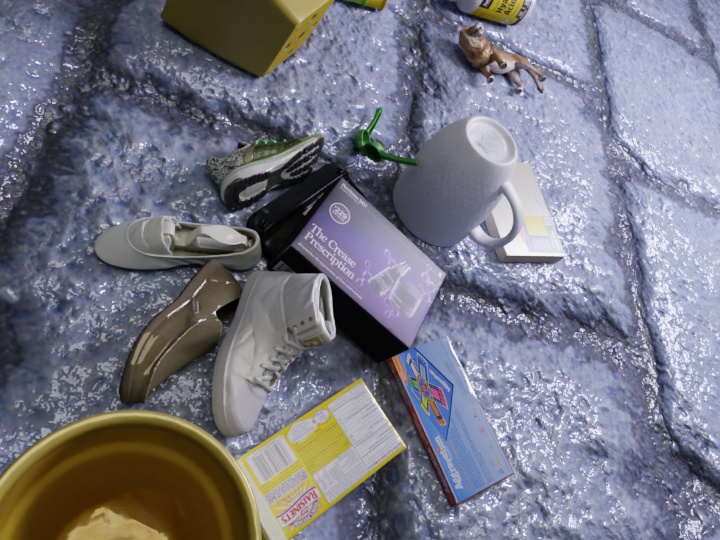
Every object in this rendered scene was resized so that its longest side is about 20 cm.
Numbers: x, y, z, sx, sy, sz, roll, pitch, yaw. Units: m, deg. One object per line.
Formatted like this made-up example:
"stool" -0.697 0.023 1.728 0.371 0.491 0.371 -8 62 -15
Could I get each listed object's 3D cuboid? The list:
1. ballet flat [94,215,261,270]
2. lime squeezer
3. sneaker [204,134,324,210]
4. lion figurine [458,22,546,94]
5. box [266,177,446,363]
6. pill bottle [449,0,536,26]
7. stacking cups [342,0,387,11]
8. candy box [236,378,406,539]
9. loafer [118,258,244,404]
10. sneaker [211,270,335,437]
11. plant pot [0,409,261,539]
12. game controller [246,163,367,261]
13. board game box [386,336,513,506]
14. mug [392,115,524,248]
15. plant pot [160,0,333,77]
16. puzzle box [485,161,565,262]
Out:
"ballet flat" -0.216 -0.039 0.711 0.199 0.069 0.070 3 61 -24
"lime squeezer" 0.030 -0.200 0.924 0.070 0.038 0.200 -11 39 -10
"sneaker" -0.134 -0.165 0.826 0.089 0.077 0.200 45 50 15
"lion figurine" 0.291 -0.431 1.199 0.199 0.073 0.123 13 43 -36
"box" 0.000 0.000 0.768 0.200 0.079 0.141 41 50 -12
"pill bottle" 0.274 -0.609 1.259 0.199 0.111 0.112 3 61 -24
"stacking cups" -0.047 -0.544 1.102 0.199 0.061 0.061 3 61 -21
"candy box" -0.047 0.216 0.670 0.199 0.026 0.103 -26 78 -35
"loafer" -0.193 0.069 0.653 0.067 0.076 0.201 29 53 0
"sneaker" -0.091 0.089 0.655 0.115 0.074 0.201 -1 63 24
"plant pot" -0.200 0.238 0.479 0.199 0.189 0.202 12 58 -19
"game controller" -0.068 -0.077 0.831 0.200 0.042 0.105 -41 99 -37
"board game box" 0.117 0.192 0.769 0.102 0.019 0.201 -12 68 -33
"mug" 0.166 -0.123 0.879 0.147 0.175 0.200 -30 78 -35
"plant pot" -0.156 -0.430 0.904 0.176 0.200 0.200 44 52 -12
"puzzle box" 0.270 -0.106 1.015 0.132 0.025 0.201 1 62 -26
